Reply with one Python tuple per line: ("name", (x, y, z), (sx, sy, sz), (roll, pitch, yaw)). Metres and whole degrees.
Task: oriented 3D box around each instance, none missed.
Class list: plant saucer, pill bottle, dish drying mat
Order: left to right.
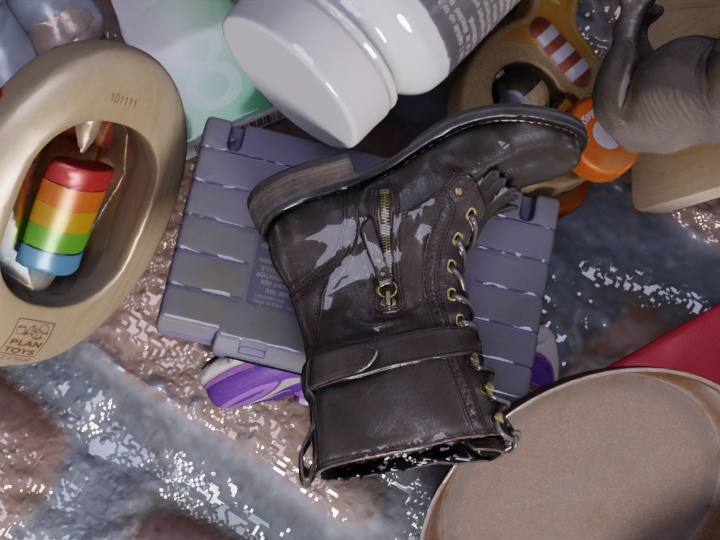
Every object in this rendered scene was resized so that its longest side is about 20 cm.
("pill bottle", (0.029, -0.165, 1.136), (0.113, 0.113, 0.200), (42, 75, 6))
("plant saucer", (0.122, 0.128, 1.160), (0.200, 0.032, 0.200), (-9, 123, -14))
("dish drying mat", (0.202, 0.061, 1.215), (0.200, 0.018, 0.077), (-29, 89, -12))

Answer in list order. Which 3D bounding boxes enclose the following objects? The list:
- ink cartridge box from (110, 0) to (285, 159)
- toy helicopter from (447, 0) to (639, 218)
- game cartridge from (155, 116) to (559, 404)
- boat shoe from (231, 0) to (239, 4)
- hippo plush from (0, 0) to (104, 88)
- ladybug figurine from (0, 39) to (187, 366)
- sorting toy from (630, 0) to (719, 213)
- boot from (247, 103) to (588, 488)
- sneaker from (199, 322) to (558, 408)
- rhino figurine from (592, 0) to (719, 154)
("ink cartridge box", (-0.071, -0.185, 1.251), (0.161, 0.050, 0.200), (-24, 84, -3))
("toy helicopter", (0.094, -0.136, 1.225), (0.132, 0.079, 0.200), (20, 65, -15))
("game cartridge", (0.000, 0.000, 1.160), (0.200, 0.038, 0.130), (14, 68, -3))
("boat shoe", (-0.103, -0.209, 1.201), (0.200, 0.072, 0.076), (22, 74, 7))
("hippo plush", (-0.227, -0.158, 1.189), (0.159, 0.161, 0.200), (14, 82, 3))
("ladybug figurine", (-0.172, -0.040, 1.192), (0.072, 0.136, 0.200), (42, 112, 44))
("sorting toy", (0.234, -0.143, 1.177), (0.070, 0.200, 0.199), (6, 77, -32))
("boot", (0.045, 0.017, 1.104), (0.200, 0.069, 0.174), (-17, 66, -5))
("sneaker", (0.011, 0.067, 1.199), (0.200, 0.081, 0.084), (-1, 87, 0))
("rhino figurine", (0.196, -0.102, 1.109), (0.060, 0.200, 0.088), (14, 83, -40))
